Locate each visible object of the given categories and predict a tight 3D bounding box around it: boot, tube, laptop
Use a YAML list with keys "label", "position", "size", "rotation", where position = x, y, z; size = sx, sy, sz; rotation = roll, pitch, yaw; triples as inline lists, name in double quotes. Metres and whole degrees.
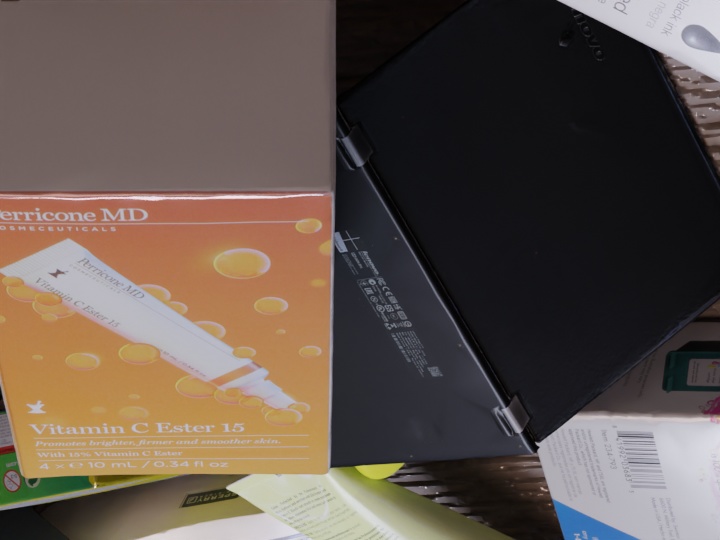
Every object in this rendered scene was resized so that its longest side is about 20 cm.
- label: "boot"
  position: [-0.078, 0.156, 1.215]
  size: [0.200, 0.073, 0.090]
  rotation: [-9, 119, 30]
- label: "tube"
  position: [0.036, 0.137, 1.133]
  size: [0.200, 0.052, 0.058]
  rotation: [28, 107, -21]
- label: "laptop"
  position: [0.032, -0.025, 0.990]
  size: [0.200, 0.116, 0.187]
  rotation: [-8, 125, 37]

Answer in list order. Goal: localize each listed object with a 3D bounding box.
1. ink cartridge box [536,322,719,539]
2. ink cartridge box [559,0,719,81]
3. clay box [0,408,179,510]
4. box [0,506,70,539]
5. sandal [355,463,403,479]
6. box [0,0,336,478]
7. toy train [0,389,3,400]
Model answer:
- label: "ink cartridge box"
  position: [0.187, 0.087, 1.037]
  size: [0.200, 0.067, 0.116]
  rotation: [0, 129, 25]
- label: "ink cartridge box"
  position: [0.188, -0.127, 0.838]
  size: [0.200, 0.085, 0.146]
  rotation: [25, 135, -1]
- label: "clay box"
  position: [-0.116, 0.081, 1.118]
  size: [0.115, 0.200, 0.048]
  rotation: [-13, 86, 30]
- label: "box"
  position: [-0.251, 0.194, 1.248]
  size: [0.200, 0.124, 0.197]
  rotation: [34, 143, 30]
- label: "sandal"
  position: [0.000, 0.000, 1.050]
  size: [0.087, 0.080, 0.200]
  rotation: [-22, 121, 18]
- label: "box"
  position: [-0.071, -0.012, 0.845]
  size: [0.124, 0.098, 0.200]
  rotation: [0, 147, -1]
- label: "toy train"
  position: [-0.204, 0.033, 1.136]
  size: [0.200, 0.114, 0.085]
  rotation: [-24, 117, 38]
